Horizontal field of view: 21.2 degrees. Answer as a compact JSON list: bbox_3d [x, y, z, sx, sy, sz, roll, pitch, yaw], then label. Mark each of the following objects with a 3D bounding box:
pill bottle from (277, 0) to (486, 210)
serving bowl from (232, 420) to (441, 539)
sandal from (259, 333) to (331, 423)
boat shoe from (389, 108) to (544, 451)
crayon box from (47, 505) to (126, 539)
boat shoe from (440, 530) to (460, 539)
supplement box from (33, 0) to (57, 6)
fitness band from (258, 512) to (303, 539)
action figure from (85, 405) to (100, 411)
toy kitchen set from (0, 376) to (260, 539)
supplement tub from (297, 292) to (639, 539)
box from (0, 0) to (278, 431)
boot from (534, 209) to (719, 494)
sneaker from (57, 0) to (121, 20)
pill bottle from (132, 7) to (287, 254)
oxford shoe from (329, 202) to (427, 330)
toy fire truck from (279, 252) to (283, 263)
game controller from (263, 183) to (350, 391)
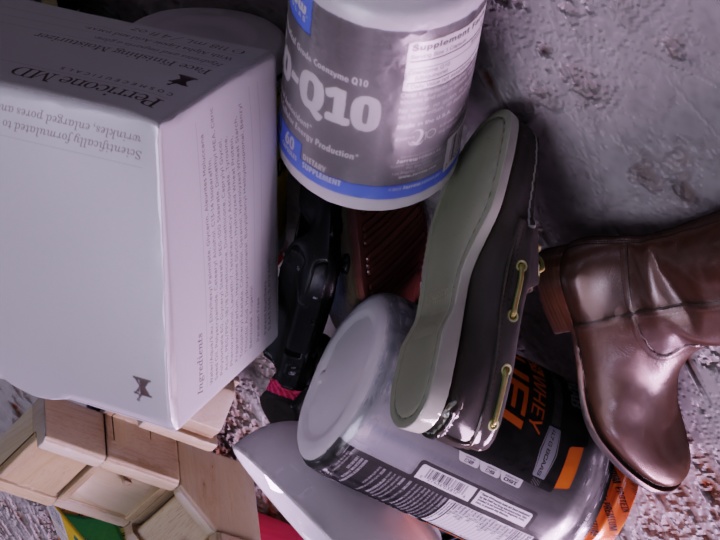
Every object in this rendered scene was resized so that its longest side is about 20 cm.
[{"bbox_3d":[0.013,-0.142,1.100,0.113,0.114,0.201,30,139,20],"label":"pill bottle"},{"bbox_3d":[0.003,0.173,1.311,0.200,0.066,0.200,46,170,10],"label":"serving bowl"},{"bbox_3d":[-0.042,0.102,1.390,0.075,0.045,0.200,57,155,6],"label":"sandal"},{"bbox_3d":[0.073,0.006,1.142,0.060,0.202,0.072,22,167,-22],"label":"boat shoe"},{"bbox_3d":[-0.195,0.267,1.655,0.200,0.058,0.119,37,147,48],"label":"crayon box"},{"bbox_3d":[0.070,0.173,1.372,0.074,0.062,0.201,-12,116,46],"label":"boat shoe"},{"bbox_3d":[-0.314,-0.183,1.294,0.199,0.134,0.201,-11,86,48],"label":"supplement box"},{"bbox_3d":[-0.087,0.264,1.622,0.199,0.037,0.144,14,131,34],"label":"fitness band"},{"bbox_3d":[-0.201,0.070,1.504,0.129,0.070,0.200,12,147,16],"label":"action figure"},{"bbox_3d":[-0.150,0.186,1.449,0.199,0.181,0.163,23,129,-33],"label":"toy kitchen set"},{"bbox_3d":[0.071,0.107,1.221,0.199,0.123,0.122,26,146,-17],"label":"supplement tub"},{"bbox_3d":[-0.164,-0.039,1.150,0.198,0.131,0.201,14,121,23],"label":"box"},{"bbox_3d":[0.216,0.047,1.129,0.199,0.064,0.187,-13,116,43],"label":"boot"},{"bbox_3d":[-0.221,-0.141,1.370,0.079,0.074,0.200,42,147,-26],"label":"sneaker"},{"bbox_3d":[-0.102,-0.060,1.256,0.111,0.111,0.201,21,124,29],"label":"pill bottle"},{"bbox_3d":[0.000,0.000,1.278,0.075,0.070,0.201,23,136,34],"label":"oxford shoe"},{"bbox_3d":[-0.158,-0.046,1.401,0.199,0.049,0.142,-7,117,45],"label":"toy fire truck"},{"bbox_3d":[-0.032,0.002,1.240,0.042,0.105,0.200,13,155,-3],"label":"game controller"}]
